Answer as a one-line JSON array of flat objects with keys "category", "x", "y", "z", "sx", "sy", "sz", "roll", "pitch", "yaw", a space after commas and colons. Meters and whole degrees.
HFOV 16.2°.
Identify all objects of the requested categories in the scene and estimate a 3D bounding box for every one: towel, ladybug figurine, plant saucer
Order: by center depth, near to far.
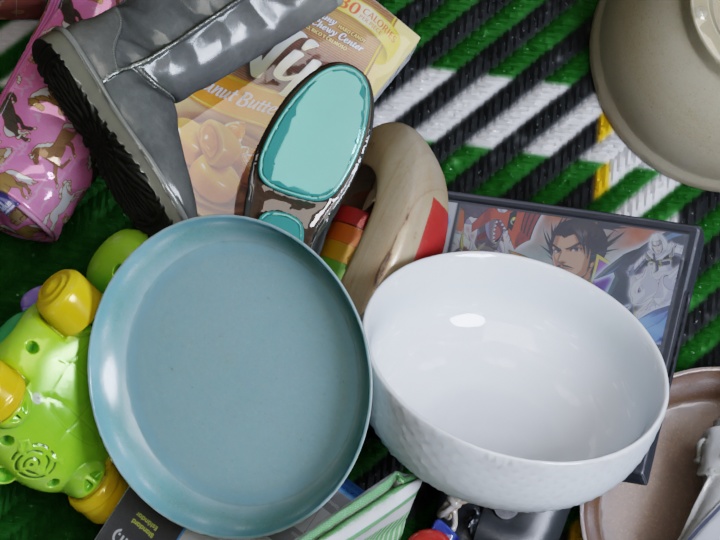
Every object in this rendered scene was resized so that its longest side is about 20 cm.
[{"category": "plant saucer", "x": -0.078, "y": 0.065, "z": 1.576, "sx": 0.199, "sy": 0.027, "sz": 0.202, "roll": 2, "pitch": 95, "yaw": 25}, {"category": "towel", "x": -0.027, "y": 0.227, "z": 1.588, "sx": 0.023, "sy": 0.201, "sz": 0.152, "roll": 33, "pitch": 42, "yaw": 25}, {"category": "ladybug figurine", "x": 0.000, "y": 0.000, "z": 1.702, "sx": 0.072, "sy": 0.135, "sz": 0.201, "roll": 30, "pitch": 82, "yaw": -31}, {"category": "plant saucer", "x": 0.245, "y": 0.168, "z": 1.739, "sx": 0.198, "sy": 0.034, "sz": 0.202, "roll": 1, "pitch": 78, "yaw": -6}]

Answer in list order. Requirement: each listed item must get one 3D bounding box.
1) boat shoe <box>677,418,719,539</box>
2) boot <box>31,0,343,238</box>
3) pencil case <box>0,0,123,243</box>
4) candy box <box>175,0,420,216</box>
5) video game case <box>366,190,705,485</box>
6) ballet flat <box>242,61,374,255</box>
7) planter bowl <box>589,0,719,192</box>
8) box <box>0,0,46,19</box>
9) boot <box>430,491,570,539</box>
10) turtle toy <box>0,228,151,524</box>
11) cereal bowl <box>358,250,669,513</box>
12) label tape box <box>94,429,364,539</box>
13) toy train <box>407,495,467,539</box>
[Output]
[{"category": "boat shoe", "x": 0.259, "y": 0.131, "z": 1.705, "sx": 0.070, "sy": 0.071, "sz": 0.200, "roll": 34, "pitch": 78, "yaw": 29}, {"category": "boot", "x": -0.096, "y": -0.134, "z": 1.684, "sx": 0.199, "sy": 0.072, "sz": 0.183, "roll": -32, "pitch": 96, "yaw": -27}, {"category": "pencil case", "x": -0.200, "y": -0.119, "z": 1.716, "sx": 0.082, "sy": 0.087, "sz": 0.201, "roll": 22, "pitch": 74, "yaw": 21}, {"category": "candy box", "x": -0.065, "y": -0.116, "z": 1.746, "sx": 0.115, "sy": 0.055, "sz": 0.200, "roll": 39, "pitch": 77, "yaw": 0}, {"category": "video game case", "x": 0.115, "y": 0.041, "z": 1.700, "sx": 0.198, "sy": 0.026, "sz": 0.182, "roll": 8, "pitch": 67, "yaw": 19}, {"category": "ballet flat", "x": -0.048, "y": -0.041, "z": 1.672, "sx": 0.068, "sy": 0.068, "sz": 0.201, "roll": 23, "pitch": 81, "yaw": -3}, {"category": "planter bowl", "x": 0.271, "y": -0.167, "z": 1.762, "sx": 0.198, "sy": 0.135, "sz": 0.202, "roll": 2, "pitch": 78, "yaw": -8}, {"category": "box", "x": -0.309, "y": -0.237, "z": 1.689, "sx": 0.198, "sy": 0.152, "sz": 0.107, "roll": -2, "pitch": 78, "yaw": -7}, {"category": "boot", "x": 0.121, "y": 0.193, "z": 1.688, "sx": 0.164, "sy": 0.066, "sz": 0.201, "roll": 17, "pitch": 74, "yaw": 13}, {"category": "turtle toy", "x": -0.180, "y": 0.059, "z": 1.666, "sx": 0.200, "sy": 0.101, "sz": 0.146, "roll": -51, "pitch": 121, "yaw": -14}, {"category": "cereal bowl", "x": 0.090, "y": 0.082, "z": 1.602, "sx": 0.198, "sy": 0.084, "sz": 0.201, "roll": 9, "pitch": 38, "yaw": -7}, {"category": "label tape box", "x": -0.095, "y": 0.195, "z": 1.629, "sx": 0.143, "sy": 0.066, "sz": 0.201, "roll": 34, "pitch": 92, "yaw": 21}, {"category": "toy train", "x": 0.084, "y": 0.204, "z": 1.619, "sx": 0.115, "sy": 0.085, "sz": 0.201, "roll": 26, "pitch": 80, "yaw": 14}]
